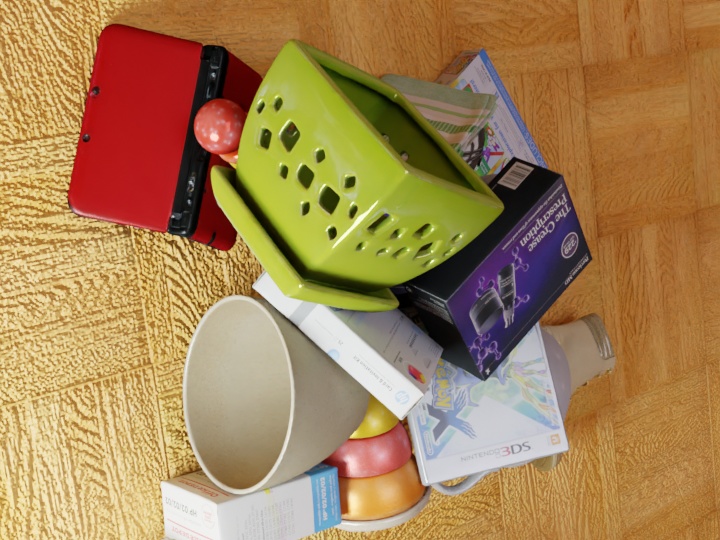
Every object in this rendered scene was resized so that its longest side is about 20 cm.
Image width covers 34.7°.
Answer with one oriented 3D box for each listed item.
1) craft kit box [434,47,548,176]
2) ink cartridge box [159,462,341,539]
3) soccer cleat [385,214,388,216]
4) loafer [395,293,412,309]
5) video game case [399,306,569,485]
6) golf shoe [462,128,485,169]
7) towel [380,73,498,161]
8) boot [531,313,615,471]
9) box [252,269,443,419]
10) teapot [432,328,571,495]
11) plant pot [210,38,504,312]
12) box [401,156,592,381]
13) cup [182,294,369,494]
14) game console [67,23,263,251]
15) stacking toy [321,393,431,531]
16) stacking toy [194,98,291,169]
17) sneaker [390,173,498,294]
[{"bbox_3d":[0.136,-0.145,1.478,0.198,0.048,0.200,-50,121,-29],"label":"craft kit box"},{"bbox_3d":[-0.133,0.254,1.231,0.199,0.115,0.068,-10,100,-39],"label":"ink cartridge box"},{"bbox_3d":[0.000,0.000,1.319,0.068,0.073,0.201,39,80,-41],"label":"soccer cleat"},{"bbox_3d":[0.041,0.058,1.363,0.201,0.072,0.073,-67,158,3],"label":"loafer"},{"bbox_3d":[0.135,0.129,1.327,0.181,0.022,0.201,-10,81,-16],"label":"video game case"},{"bbox_3d":[0.096,-0.122,1.360,0.200,0.077,0.095,-42,128,-41],"label":"golf shoe"},{"bbox_3d":[0.058,-0.165,1.308,0.200,0.152,0.024,-55,154,-48],"label":"towel"},{"bbox_3d":[0.288,0.167,1.603,0.155,0.073,0.201,-11,94,-36],"label":"boot"},{"bbox_3d":[-0.008,0.051,1.202,0.200,0.156,0.041,40,107,-1],"label":"box"},{"bbox_3d":[0.152,0.147,1.425,0.145,0.198,0.201,17,41,-30],"label":"teapot"},{"bbox_3d":[-0.015,-0.076,1.119,0.182,0.200,0.199,-48,150,19],"label":"plant pot"},{"bbox_3d":[0.154,-0.002,1.271,0.200,0.079,0.141,-46,136,-18],"label":"box"},{"bbox_3d":[-0.076,0.128,1.218,0.143,0.200,0.202,3,91,-41],"label":"cup"},{"bbox_3d":[-0.199,-0.136,1.216,0.172,0.118,0.201,23,77,-70],"label":"game console"},{"bbox_3d":[0.003,0.179,1.303,0.146,0.146,0.201,-20,115,-37],"label":"stacking toy"},{"bbox_3d":[-0.110,-0.127,1.198,0.200,0.085,0.086,27,74,-62],"label":"stacking toy"},{"bbox_3d":[0.118,-0.014,1.331,0.199,0.080,0.116,-38,119,-29],"label":"sneaker"}]
